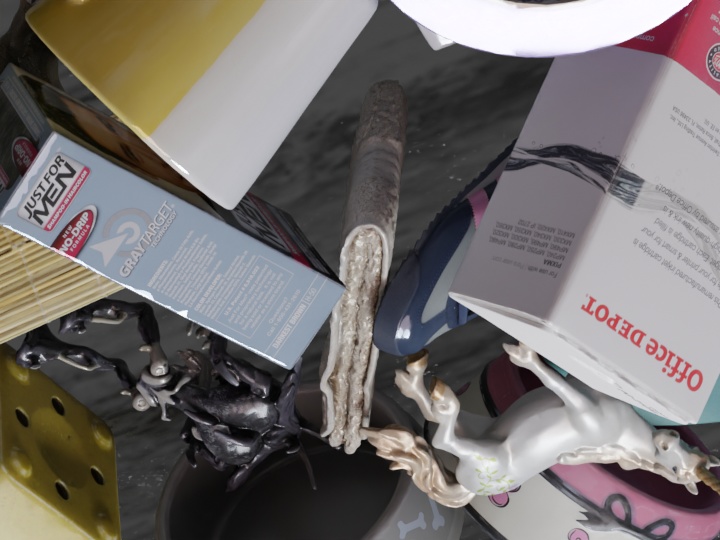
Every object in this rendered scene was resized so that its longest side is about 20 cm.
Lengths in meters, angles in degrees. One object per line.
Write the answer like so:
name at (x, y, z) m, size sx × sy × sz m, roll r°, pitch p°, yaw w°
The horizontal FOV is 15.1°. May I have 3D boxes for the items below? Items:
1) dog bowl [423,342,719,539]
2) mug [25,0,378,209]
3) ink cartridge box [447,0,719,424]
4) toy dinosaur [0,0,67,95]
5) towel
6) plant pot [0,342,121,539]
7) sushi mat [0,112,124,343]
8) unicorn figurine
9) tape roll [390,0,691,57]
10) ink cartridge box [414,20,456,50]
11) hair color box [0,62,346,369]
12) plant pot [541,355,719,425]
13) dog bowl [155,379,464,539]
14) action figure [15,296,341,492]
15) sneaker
dog bowl at (0.141, 0.122, 1.691) m, size 0.200 × 0.200 × 0.074 m, roll 25°, pitch 113°, yaw -26°
mug at (-0.076, -0.141, 1.412) m, size 0.153 × 0.149 × 0.187 m, roll -46°, pitch 158°, yaw 3°
ink cartridge box at (0.153, -0.039, 1.455) m, size 0.084 × 0.200 × 0.145 m, roll 17°, pitch 169°, yaw 47°
toy dinosaur at (-0.209, -0.065, 1.537) m, size 0.102 × 0.077 × 0.200 m, roll 9°, pitch 126°, yaw -5°
towel at (0.000, 0.000, 1.591) m, size 0.034 × 0.133 × 0.200 m, roll 7°, pitch 135°, yaw -1°
plant pot at (-0.260, 0.156, 1.703) m, size 0.200 × 0.194 × 0.196 m, roll -30°, pitch 130°, yaw 19°
sushi mat at (-0.169, -0.028, 1.598) m, size 0.200 × 0.012 × 0.096 m, roll -24°, pitch 90°, yaw 20°
unicorn figurine at (0.112, 0.086, 1.568) m, size 0.200 × 0.074 × 0.137 m, roll -17°, pitch 121°, yaw 33°
tape roll at (0.091, -0.209, 1.357) m, size 0.200 × 0.085 × 0.200 m, roll 0°, pitch 131°, yaw 0°
ink cartridge box at (0.070, -0.225, 1.430) m, size 0.163 × 0.057 × 0.200 m, roll -20°, pitch 124°, yaw 17°
hair color box at (-0.114, -0.029, 1.480) m, size 0.200 × 0.099 × 0.061 m, roll 28°, pitch 102°, yaw -32°
plant pot at (0.212, 0.003, 1.609) m, size 0.200 × 0.141 × 0.141 m, roll -27°, pitch 132°, yaw 34°
dog bowl at (-0.038, 0.151, 1.697) m, size 0.200 × 0.200 × 0.059 m, roll -16°, pitch 131°, yaw 13°
action figure at (-0.103, 0.058, 1.669) m, size 0.200 × 0.102 × 0.119 m, roll 26°, pitch 129°, yaw -7°
sneaker at (0.092, -0.014, 1.537) m, size 0.082 × 0.200 × 0.070 m, roll 36°, pitch 159°, yaw 22°
